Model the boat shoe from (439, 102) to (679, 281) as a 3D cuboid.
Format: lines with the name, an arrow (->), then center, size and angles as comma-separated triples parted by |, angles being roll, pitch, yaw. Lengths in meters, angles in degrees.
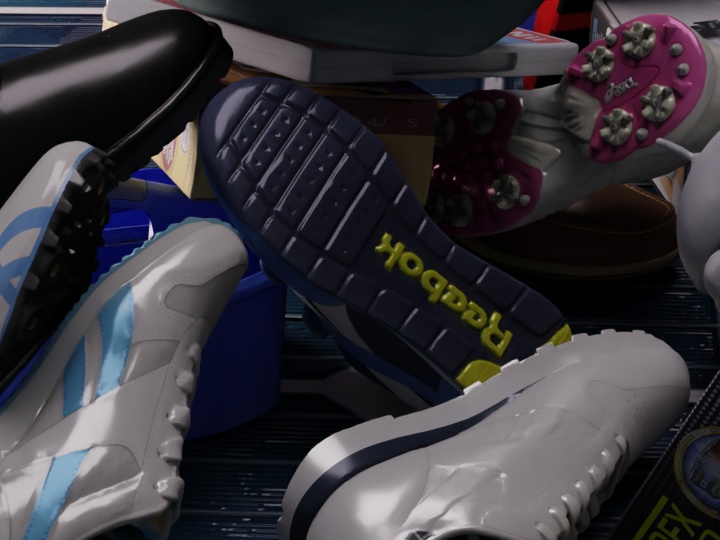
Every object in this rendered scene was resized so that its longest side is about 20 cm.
boat shoe -> 0.077, -0.047, 1.099 | 0.200, 0.068, 0.072 | 18, 33, 34

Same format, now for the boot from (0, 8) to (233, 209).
boot -> -0.167, -0.092, 0.870 | 0.198, 0.163, 0.073 | -41, 25, -13

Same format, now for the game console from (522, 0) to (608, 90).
game console -> 0.201, -0.169, 1.224 | 0.199, 0.177, 0.031 | -8, 57, -12

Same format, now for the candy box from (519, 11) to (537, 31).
candy box -> 0.120, -0.213, 1.408 | 0.168, 0.077, 0.200 | -13, 31, -22

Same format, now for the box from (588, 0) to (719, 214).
box -> 0.209, -0.083, 1.137 | 0.116, 0.060, 0.200 | -9, 38, -12

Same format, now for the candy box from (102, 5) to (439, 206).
candy box -> -0.052, -0.083, 1.026 | 0.116, 0.057, 0.200 | 1, 16, -20

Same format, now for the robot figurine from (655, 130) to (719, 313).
robot figurine -> 0.216, 0.001, 0.907 | 0.169, 0.113, 0.200 | -17, 58, -47

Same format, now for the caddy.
caddy -> -0.122, 0.005, 0.969 | 0.199, 0.105, 0.142 | -6, 28, -8

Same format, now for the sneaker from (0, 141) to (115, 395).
sneaker -> -0.166, 0.028, 0.838 | 0.072, 0.200, 0.072 | 36, 14, 8

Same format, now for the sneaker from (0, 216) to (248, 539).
sneaker -> -0.099, 0.066, 0.839 | 0.081, 0.077, 0.200 | 31, 66, 9

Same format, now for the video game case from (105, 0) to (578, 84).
video game case -> -0.006, -0.118, 1.036 | 0.143, 0.018, 0.200 | 21, 18, 38

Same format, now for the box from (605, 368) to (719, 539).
box -> 0.147, 0.056, 0.757 | 0.044, 0.200, 0.160 | 36, 40, 12

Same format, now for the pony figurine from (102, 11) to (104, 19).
pony figurine -> -0.058, -0.156, 1.259 | 0.199, 0.167, 0.193 | 0, 31, -31

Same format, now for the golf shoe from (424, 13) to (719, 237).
golf shoe -> 0.107, -0.060, 1.023 | 0.091, 0.076, 0.200 | 7, -19, -44

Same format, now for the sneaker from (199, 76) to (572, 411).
sneaker -> 0.000, 0.000, 0.915 | 0.074, 0.200, 0.082 | -51, 14, -23

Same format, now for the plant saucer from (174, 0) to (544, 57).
plant saucer -> -0.013, -0.130, 0.962 | 0.199, 0.036, 0.200 | 9, 14, -2

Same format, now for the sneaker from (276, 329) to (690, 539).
sneaker -> 0.066, 0.089, 0.851 | 0.199, 0.077, 0.080 | -23, 46, -28
